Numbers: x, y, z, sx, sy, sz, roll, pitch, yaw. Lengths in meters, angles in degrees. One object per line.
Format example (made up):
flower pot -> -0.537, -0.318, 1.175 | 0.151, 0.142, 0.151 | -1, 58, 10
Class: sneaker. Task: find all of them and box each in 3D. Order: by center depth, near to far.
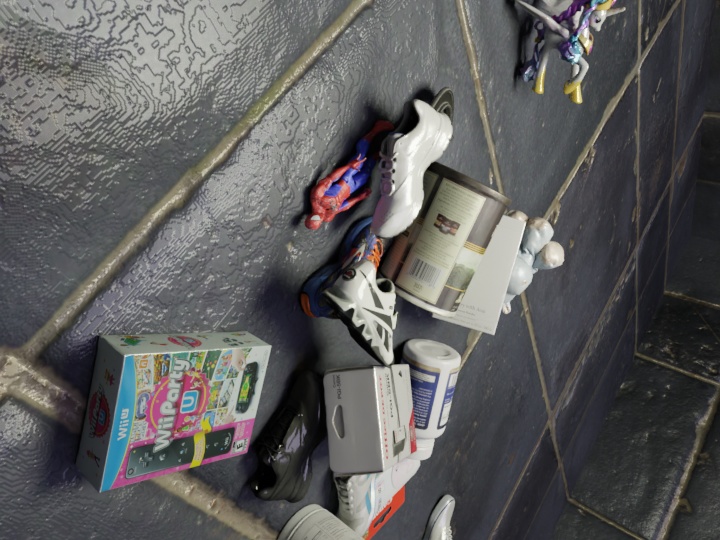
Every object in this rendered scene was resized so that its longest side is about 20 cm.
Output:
sneaker -> 0.024, 0.063, 0.776 | 0.089, 0.074, 0.201 | -47, 144, -15
sneaker -> 0.055, -0.145, 0.799 | 0.086, 0.074, 0.204 | 24, 86, -43
sneaker -> -0.103, 0.246, 0.825 | 0.089, 0.075, 0.205 | 12, 92, -42
sneaker -> 0.000, 0.000, 0.837 | 0.201, 0.077, 0.076 | -52, 140, -22
sneaker -> -0.015, 0.376, 0.996 | 0.080, 0.075, 0.206 | 9, 92, -45
sneaker -> 0.196, 0.654, 1.376 | 0.073, 0.070, 0.204 | 27, 84, -52

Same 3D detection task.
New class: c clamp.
c clamp -> 0.105, -0.187, 0.921 | 0.203, 0.027, 0.171 | -59, 154, -12

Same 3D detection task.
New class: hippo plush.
hippo plush -> 0.293, -0.016, 1.152 | 0.160, 0.160, 0.200 | -35, 171, -34

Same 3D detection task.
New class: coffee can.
coffee can -> 0.129, -0.051, 0.897 | 0.145, 0.145, 0.204 | 11, 108, -52

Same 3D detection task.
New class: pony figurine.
pony figurine -> 0.368, -0.437, 1.047 | 0.165, 0.192, 0.203 | -31, 147, -35

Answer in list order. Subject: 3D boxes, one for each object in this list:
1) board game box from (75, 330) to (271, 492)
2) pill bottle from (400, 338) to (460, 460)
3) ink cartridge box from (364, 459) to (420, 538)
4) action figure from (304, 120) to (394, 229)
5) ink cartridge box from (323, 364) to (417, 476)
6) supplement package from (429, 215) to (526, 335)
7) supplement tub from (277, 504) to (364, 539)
board game box -> -0.209, 0.152, 0.655 | 0.198, 0.063, 0.151 | 5, 102, -51
pill bottle -> 0.115, 0.243, 1.062 | 0.110, 0.110, 0.205 | -3, 108, -50
ink cartridge box -> 0.058, 0.448, 1.133 | 0.161, 0.056, 0.205 | -29, 122, -42
action figure -> -0.013, -0.129, 0.793 | 0.201, 0.051, 0.066 | -49, 143, -23
ink cartridge box -> 0.022, 0.223, 0.876 | 0.199, 0.081, 0.151 | 22, 61, -69
supplement package -> 0.204, -0.007, 1.023 | 0.120, 0.118, 0.205 | -59, 164, -84
supplement tub -> -0.034, 0.489, 0.910 | 0.131, 0.197, 0.135 | -23, 123, -43
